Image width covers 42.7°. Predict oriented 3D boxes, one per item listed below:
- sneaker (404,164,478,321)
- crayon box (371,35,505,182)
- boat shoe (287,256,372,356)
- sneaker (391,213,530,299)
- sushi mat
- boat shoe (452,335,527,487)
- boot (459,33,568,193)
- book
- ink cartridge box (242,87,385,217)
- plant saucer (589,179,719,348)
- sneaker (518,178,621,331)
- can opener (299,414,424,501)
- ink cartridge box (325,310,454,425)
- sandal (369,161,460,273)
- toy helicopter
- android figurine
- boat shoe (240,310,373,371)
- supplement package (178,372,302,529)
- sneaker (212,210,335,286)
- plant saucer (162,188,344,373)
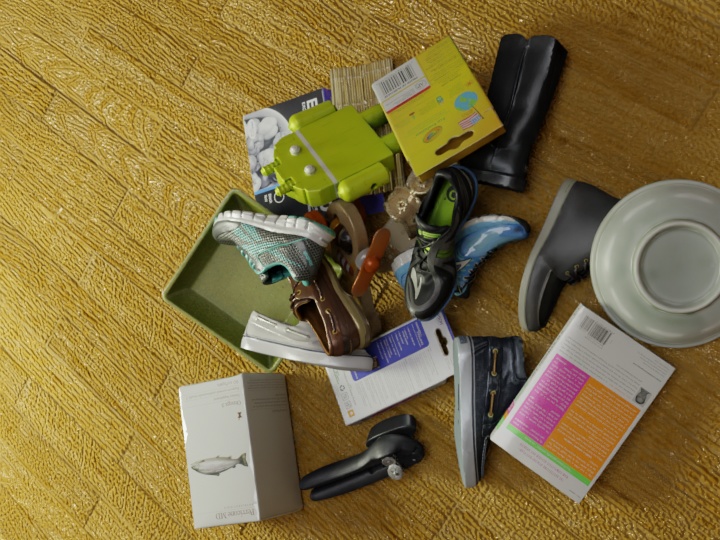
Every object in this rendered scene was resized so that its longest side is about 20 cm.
[{"bbox_3d":[0.089,-0.037,1.154,0.070,0.083,0.201,19,97,32],"label":"sneaker"},{"bbox_3d":[0.101,-0.200,1.183,0.126,0.051,0.201,-30,47,11],"label":"crayon box"},{"bbox_3d":[-0.064,0.032,1.239,0.200,0.067,0.072,52,151,26],"label":"boat shoe"},{"bbox_3d":[0.140,-0.010,1.217,0.199,0.078,0.091,-28,74,29],"label":"sneaker"},{"bbox_3d":[0.009,-0.203,1.317,0.095,0.012,0.202,-7,78,8],"label":"sushi mat"},{"bbox_3d":[0.168,0.181,1.182,0.090,0.071,0.202,-3,101,-2],"label":"boat shoe"},{"bbox_3d":[0.170,-0.217,1.226,0.164,0.066,0.202,16,93,25],"label":"boot"},{"bbox_3d":[0.267,0.160,1.122,0.133,0.048,0.201,34,99,5],"label":"book"},{"bbox_3d":[-0.071,-0.160,1.357,0.199,0.043,0.200,-15,78,24],"label":"ink cartridge box"},{"bbox_3d":[0.371,-0.006,1.075,0.198,0.050,0.202,1,95,11],"label":"plant saucer"},{"bbox_3d":[0.271,-0.008,1.146,0.106,0.075,0.201,21,93,27],"label":"sneaker"},{"bbox_3d":[0.003,0.272,1.271,0.199,0.079,0.063,-34,109,23],"label":"can opener"},{"bbox_3d":[0.049,0.132,1.267,0.199,0.037,0.095,-29,71,24],"label":"ink cartridge box"},{"bbox_3d":[0.058,-0.068,1.225,0.078,0.069,0.212,45,127,16],"label":"sandal"},{"bbox_3d":[0.000,0.000,1.252,0.132,0.078,0.201,18,125,59],"label":"toy helicopter"},{"bbox_3d":[-0.037,-0.159,1.254,0.199,0.041,0.182,-25,53,-12],"label":"android figurine"},{"bbox_3d":[-0.072,0.096,1.279,0.199,0.072,0.066,8,83,28],"label":"boat shoe"},{"bbox_3d":[-0.171,0.255,1.321,0.116,0.117,0.202,-14,78,24],"label":"supplement package"},{"bbox_3d":[-0.129,-0.027,1.228,0.199,0.077,0.092,7,78,38],"label":"sneaker"},{"bbox_3d":[-0.153,0.012,1.343,0.199,0.048,0.200,35,102,-5],"label":"plant saucer"}]
